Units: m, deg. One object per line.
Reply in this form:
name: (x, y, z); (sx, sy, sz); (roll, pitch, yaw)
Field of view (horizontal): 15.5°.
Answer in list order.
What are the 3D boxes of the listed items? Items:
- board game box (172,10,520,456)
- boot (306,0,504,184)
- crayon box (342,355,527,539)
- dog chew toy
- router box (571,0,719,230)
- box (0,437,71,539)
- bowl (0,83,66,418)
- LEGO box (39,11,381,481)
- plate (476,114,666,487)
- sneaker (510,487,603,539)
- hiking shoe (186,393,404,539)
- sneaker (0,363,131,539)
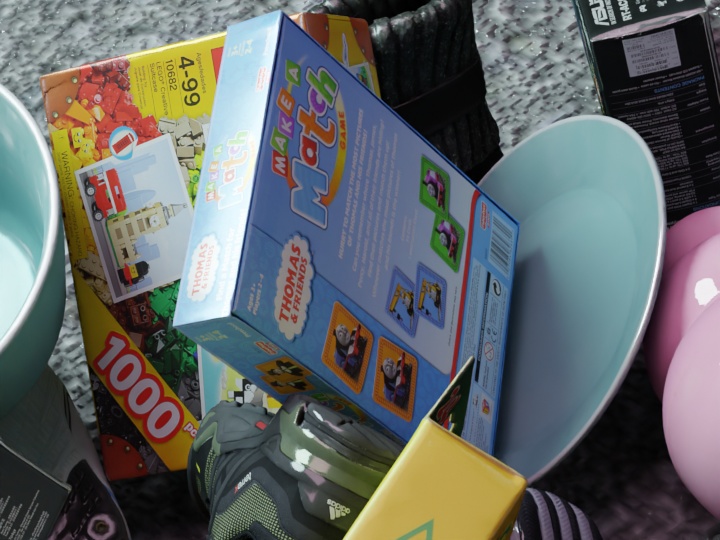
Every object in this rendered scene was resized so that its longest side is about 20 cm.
board game box: (0.000, 0.000, 1.183); (0.036, 0.200, 0.152); (-11, 56, 33)
boot: (-0.009, -0.045, 1.339); (0.079, 0.158, 0.211); (21, 54, 39)
crayon box: (0.006, 0.143, 1.045); (0.051, 0.127, 0.200); (31, 70, 10)
dog chew toy: (0.185, 0.037, 1.201); (0.124, 0.125, 0.200); (-20, 31, 0)
router box: (0.146, -0.122, 1.371); (0.062, 0.150, 0.200); (-15, 39, 6)
box: (-0.223, 0.176, 1.175); (0.160, 0.043, 0.200); (-13, 46, 54)
bowl: (-0.221, 0.007, 1.266); (0.200, 0.105, 0.202); (-6, 64, 13)
LEGO box: (-0.059, -0.010, 1.273); (0.148, 0.201, 0.077); (-11, -2, 24)
plate: (0.085, 0.022, 1.259); (0.200, 0.026, 0.201); (-40, 37, 39)
sneaker: (0.071, 0.195, 1.121); (0.087, 0.074, 0.201); (-39, 38, 34)
hiking shoe: (-0.047, 0.113, 1.149); (0.101, 0.076, 0.200); (-63, 9, -16)
sneaker: (-0.153, 0.121, 1.289); (0.072, 0.073, 0.200); (-19, 53, -6)
